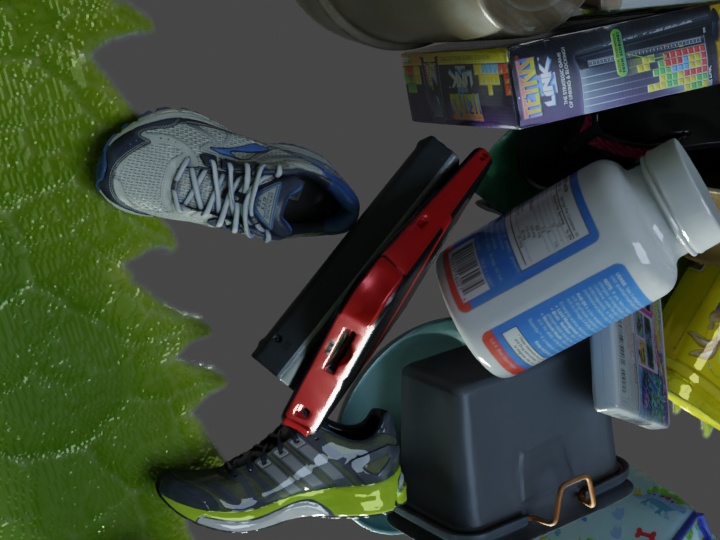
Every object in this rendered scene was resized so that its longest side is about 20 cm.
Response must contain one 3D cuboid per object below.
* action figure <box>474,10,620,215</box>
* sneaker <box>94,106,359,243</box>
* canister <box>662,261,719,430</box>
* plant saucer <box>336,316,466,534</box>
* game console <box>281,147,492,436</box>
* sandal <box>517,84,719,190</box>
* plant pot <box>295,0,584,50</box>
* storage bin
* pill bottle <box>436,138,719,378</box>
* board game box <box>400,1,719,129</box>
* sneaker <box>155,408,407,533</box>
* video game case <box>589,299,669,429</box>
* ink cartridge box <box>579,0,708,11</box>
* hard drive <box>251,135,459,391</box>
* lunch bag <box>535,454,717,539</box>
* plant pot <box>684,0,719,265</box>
[{"bbox_3d":[0.164,-0.128,1.083,0.118,0.054,0.201,34,82,-40],"label":"action figure"},{"bbox_3d":[-0.083,-0.060,0.907,0.198,0.085,0.078,2,109,-37],"label":"sneaker"},{"bbox_3d":[0.362,0.042,1.291,0.148,0.086,0.201,33,88,-42],"label":"canister"},{"bbox_3d":[0.050,0.126,1.127,0.198,0.036,0.202,-16,118,-31],"label":"plant saucer"},{"bbox_3d":[0.016,0.019,0.957,0.177,0.031,0.201,-53,175,-40],"label":"game console"},{"bbox_3d":[0.214,-0.115,1.016,0.198,0.045,0.076,-15,78,1],"label":"sandal"},{"bbox_3d":[0.065,-0.233,0.881,0.198,0.173,0.202,-15,118,-31],"label":"plant pot"},{"bbox_3d":[0.124,0.132,1.081,0.198,0.145,0.136,-16,109,-31],"label":"storage bin"},{"bbox_3d":[0.165,-0.012,0.985,0.199,0.113,0.112,-29,133,19],"label":"pill bottle"},{"bbox_3d":[0.139,-0.144,0.934,0.164,0.200,0.057,-15,102,-15],"label":"board game box"},{"bbox_3d":[-0.060,0.147,1.020,0.198,0.074,0.082,-4,103,-19],"label":"sneaker"},{"bbox_3d":[0.223,0.026,1.115,0.182,0.023,0.203,23,62,-62],"label":"video game case"},{"bbox_3d":[0.246,-0.298,1.052,0.198,0.075,0.167,-12,116,-33],"label":"ink cartridge box"},{"bbox_3d":[0.000,0.000,0.982,0.201,0.033,0.140,-52,172,-6],"label":"hard drive"},{"bbox_3d":[0.217,0.284,1.237,0.200,0.170,0.128,-49,130,-9],"label":"lunch bag"},{"bbox_3d":[0.309,-0.092,1.136,0.186,0.186,0.201,-41,153,-14],"label":"plant pot"}]
